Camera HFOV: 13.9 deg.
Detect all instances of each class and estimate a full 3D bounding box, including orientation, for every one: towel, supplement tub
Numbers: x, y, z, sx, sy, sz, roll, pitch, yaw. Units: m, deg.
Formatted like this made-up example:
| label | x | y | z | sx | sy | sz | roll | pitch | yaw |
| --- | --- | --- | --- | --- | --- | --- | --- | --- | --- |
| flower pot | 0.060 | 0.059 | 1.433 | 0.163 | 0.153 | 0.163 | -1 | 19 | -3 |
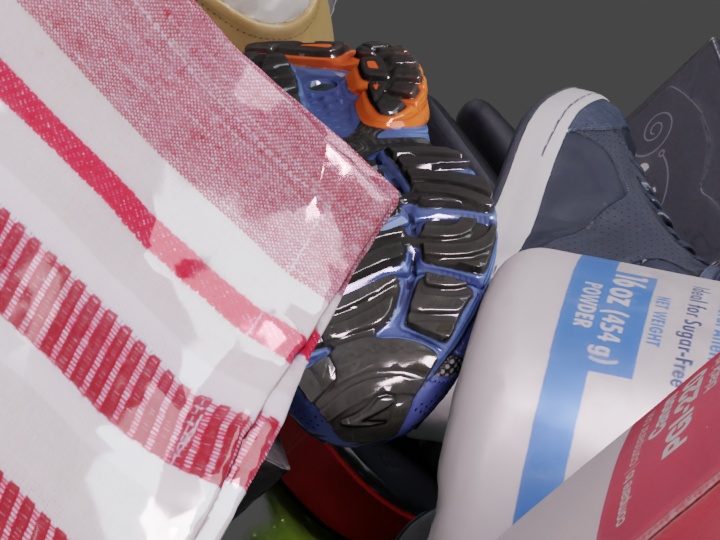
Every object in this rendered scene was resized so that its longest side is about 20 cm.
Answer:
| label | x | y | z | sx | sy | sz | roll | pitch | yaw |
| --- | --- | --- | --- | --- | --- | --- | --- | --- | --- |
| towel | -0.076 | 0.008 | 0.613 | 0.144 | 0.023 | 0.200 | 44 | 49 | -22 |
| supplement tub | 0.121 | 0.074 | 0.770 | 0.199 | 0.132 | 0.132 | 10 | 23 | 8 |

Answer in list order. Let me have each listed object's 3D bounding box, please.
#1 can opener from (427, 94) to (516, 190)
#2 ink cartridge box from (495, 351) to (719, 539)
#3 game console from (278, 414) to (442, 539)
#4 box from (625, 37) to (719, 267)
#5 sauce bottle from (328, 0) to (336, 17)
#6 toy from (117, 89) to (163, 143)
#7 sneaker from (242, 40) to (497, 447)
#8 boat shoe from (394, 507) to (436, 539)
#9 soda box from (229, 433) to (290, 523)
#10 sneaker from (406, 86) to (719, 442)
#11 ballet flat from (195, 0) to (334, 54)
| label | x | y | z | sx | sy | sz | roll | pitch | yaw |
| --- | --- | --- | --- | --- | --- | --- | --- | --- | --- |
| can opener | 0.075 | 0.000 | 1.097 | 0.063 | 0.079 | 0.200 | 17 | 27 | -37 |
| ink cartridge box | 0.069 | 0.132 | 0.687 | 0.146 | 0.200 | 0.085 | 44 | 23 | -8 |
| game console | -0.005 | 0.008 | 0.981 | 0.177 | 0.031 | 0.200 | 8 | 45 | -56 |
| box | 0.184 | 0.021 | 1.189 | 0.200 | 0.106 | 0.122 | 33 | 27 | -30 |
| sauce bottle | -0.098 | -0.126 | 0.962 | 0.200 | 0.065 | 0.065 | 26 | 30 | -25 |
| toy | -0.081 | -0.023 | 0.676 | 0.047 | 0.115 | 0.200 | 8 | -38 | 55 |
| sneaker | 0.000 | 0.000 | 0.845 | 0.200 | 0.075 | 0.079 | -94 | 180 | -64 |
| boat shoe | 0.069 | 0.107 | 0.923 | 0.200 | 0.074 | 0.067 | 21 | 4 | -42 |
| soda box | -0.114 | 0.012 | 0.741 | 0.200 | 0.063 | 0.071 | 27 | 30 | -38 |
| sneaker | 0.106 | 0.012 | 0.958 | 0.146 | 0.077 | 0.202 | 12 | 31 | 10 |
| ballet flat | -0.060 | -0.118 | 0.900 | 0.200 | 0.063 | 0.069 | 42 | 49 | -31 |
